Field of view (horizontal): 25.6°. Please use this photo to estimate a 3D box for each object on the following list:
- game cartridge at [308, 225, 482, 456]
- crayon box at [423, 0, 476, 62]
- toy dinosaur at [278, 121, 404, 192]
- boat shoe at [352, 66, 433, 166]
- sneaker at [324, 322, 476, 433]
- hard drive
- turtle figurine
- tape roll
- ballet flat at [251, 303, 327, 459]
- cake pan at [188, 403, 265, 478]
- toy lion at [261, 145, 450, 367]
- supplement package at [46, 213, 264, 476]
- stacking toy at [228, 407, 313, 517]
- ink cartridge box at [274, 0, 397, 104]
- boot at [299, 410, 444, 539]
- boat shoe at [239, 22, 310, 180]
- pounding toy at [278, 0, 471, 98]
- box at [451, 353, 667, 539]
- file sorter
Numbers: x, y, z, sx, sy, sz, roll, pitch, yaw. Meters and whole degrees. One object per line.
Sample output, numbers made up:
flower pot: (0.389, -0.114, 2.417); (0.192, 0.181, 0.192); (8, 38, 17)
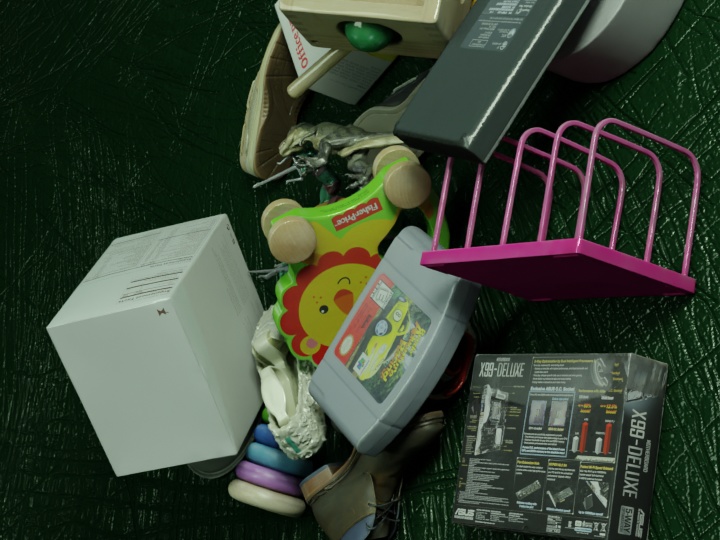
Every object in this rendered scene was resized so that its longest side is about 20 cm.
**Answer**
game cartridge: (0.033, 0.069, 1.500); (0.200, 0.041, 0.133); (-60, 40, 10)
crayon box: (0.057, -0.326, 1.598); (0.119, 0.058, 0.200); (-37, 80, 17)
toy dinosaur: (-0.013, -0.121, 1.624); (0.200, 0.047, 0.088); (7, 42, 28)
boat shoe: (0.062, -0.166, 1.656); (0.063, 0.073, 0.200); (-44, 8, -38)
sneaker: (0.039, 0.107, 1.555); (0.201, 0.067, 0.108); (-56, 36, 19)
hard drive: (0.120, -0.191, 1.414); (0.200, 0.033, 0.140); (-57, 28, -6)
turtle figurine: (-0.032, -0.058, 1.692); (0.200, 0.101, 0.150); (-15, 71, 37)
tape roll: (0.214, -0.278, 1.466); (0.200, 0.066, 0.200); (-26, 56, 46)
ballet flat: (-0.079, 0.101, 1.627); (0.072, 0.072, 0.200); (-48, 41, 32)
cake pan: (-0.176, 0.143, 1.864); (0.200, 0.037, 0.200); (-25, 57, 47)
toy lion: (0.000, 0.000, 1.581); (0.200, 0.192, 0.069); (-26, 26, -2)
supplement package: (-0.200, 0.077, 1.675); (0.147, 0.191, 0.200); (-13, 23, 19)
stacking toy: (-0.072, 0.156, 1.684); (0.085, 0.085, 0.200); (10, 81, 55)
ink cartridge box: (0.003, -0.305, 1.751); (0.200, 0.083, 0.145); (-47, 44, 33)
boot: (0.027, 0.213, 1.546); (0.200, 0.075, 0.097); (-39, 65, 40)
boat shoe: (-0.102, -0.208, 1.874); (0.065, 0.072, 0.200); (20, 100, 55)
pounding toy: (0.013, -0.273, 1.526); (0.184, 0.142, 0.200); (8, 80, 18)
box: (0.169, 0.153, 1.372); (0.200, 0.050, 0.158); (-6, 72, 53)
file sorter: (0.175, -0.051, 1.366); (0.200, 0.139, 0.125); (-4, 72, 53)
